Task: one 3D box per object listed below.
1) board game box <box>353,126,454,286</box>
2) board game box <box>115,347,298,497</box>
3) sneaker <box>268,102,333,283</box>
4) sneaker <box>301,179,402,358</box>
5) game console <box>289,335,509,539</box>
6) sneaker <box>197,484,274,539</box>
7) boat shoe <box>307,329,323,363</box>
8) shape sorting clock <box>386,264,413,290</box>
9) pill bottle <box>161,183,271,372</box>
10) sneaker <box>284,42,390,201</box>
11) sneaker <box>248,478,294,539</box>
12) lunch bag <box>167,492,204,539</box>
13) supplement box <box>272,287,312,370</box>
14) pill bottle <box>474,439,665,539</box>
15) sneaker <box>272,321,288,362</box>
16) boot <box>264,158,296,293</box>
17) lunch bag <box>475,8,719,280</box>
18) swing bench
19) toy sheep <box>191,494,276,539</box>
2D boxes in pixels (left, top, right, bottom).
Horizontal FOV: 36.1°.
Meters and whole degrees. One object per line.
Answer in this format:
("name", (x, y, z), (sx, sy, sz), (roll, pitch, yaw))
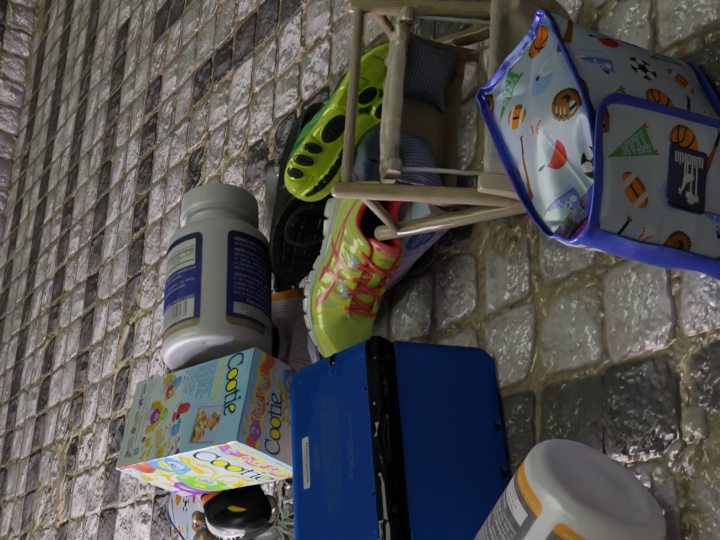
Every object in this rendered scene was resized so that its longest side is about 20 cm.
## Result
("board game box", (0.011, -0.080, 1.218), (0.199, 0.041, 0.201), (-44, 46, 39))
("board game box", (-0.151, 0.166, 1.175), (0.199, 0.103, 0.106), (-18, 51, 40))
("sneaker", (-0.063, -0.085, 1.239), (0.091, 0.075, 0.202), (6, 81, 69))
("sneaker", (0.000, 0.000, 1.105), (0.090, 0.078, 0.202), (-8, 73, 51))
("game console", (0.034, 0.175, 1.026), (0.170, 0.118, 0.201), (-26, 54, 33))
("sneaker", (-0.157, 0.235, 1.264), (0.200, 0.070, 0.091), (-156, 51, -67))
("boat shoe", (-0.011, 0.121, 1.227), (0.057, 0.068, 0.201), (-37, 55, 50))
("shape sorting clock", (0.019, -0.070, 1.275), (0.200, 0.039, 0.202), (-25, 59, 49))
("pill bottle", (-0.158, 0.010, 1.230), (0.120, 0.119, 0.201), (-40, 43, 46))
("sneaker", (-0.015, -0.162, 1.158), (0.200, 0.074, 0.084), (-48, 20, -2))
("sneaker", (-0.073, 0.254, 1.165), (0.075, 0.115, 0.202), (-9, 92, 60))
("lunch bag", (-0.194, 0.262, 1.474), (0.160, 0.075, 0.201), (27, 102, 62))
("supplement box", (-0.086, 0.131, 1.339), (0.126, 0.073, 0.202), (-13, 66, 59))
("pill bottle", (0.136, 0.240, 0.850), (0.201, 0.116, 0.117), (-62, 32, 23))
("sneaker", (-0.149, 0.072, 1.309), (0.074, 0.087, 0.200), (-65, 31, 17))
("boot", (-0.088, -0.050, 1.395), (0.200, 0.067, 0.132), (104, 166, -69))
("lunch bag", (0.203, -0.086, 0.836), (0.124, 0.169, 0.201), (-55, 34, 40))
("swing bench", (0.092, -0.145, 1.011), (0.198, 0.130, 0.201), (-3, 72, 21))
("toy sheep", (-0.154, 0.354, 1.307), (0.201, 0.137, 0.138), (-61, 32, 10))
